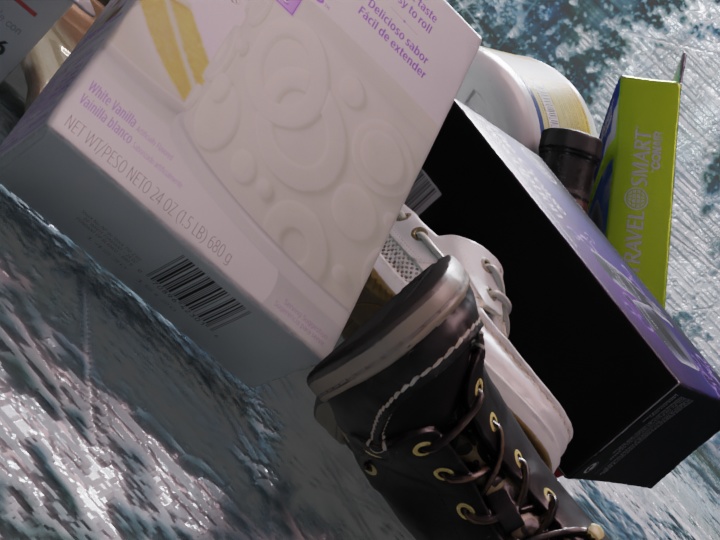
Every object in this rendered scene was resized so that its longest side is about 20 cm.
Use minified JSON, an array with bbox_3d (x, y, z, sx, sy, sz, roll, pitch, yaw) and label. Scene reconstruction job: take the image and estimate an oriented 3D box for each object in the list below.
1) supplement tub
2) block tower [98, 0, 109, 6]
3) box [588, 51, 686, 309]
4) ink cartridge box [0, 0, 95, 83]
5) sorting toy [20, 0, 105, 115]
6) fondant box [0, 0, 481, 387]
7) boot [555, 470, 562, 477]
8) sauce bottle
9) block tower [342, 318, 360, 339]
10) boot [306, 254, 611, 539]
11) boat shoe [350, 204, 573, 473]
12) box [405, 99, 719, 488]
[{"bbox_3d":[0.090,-0.090,0.956,0.145,0.145,0.200,48,22,16],"label":"supplement tub"},{"bbox_3d":[-0.170,-0.170,0.794,0.200,0.054,0.058,40,11,-28],"label":"block tower"},{"bbox_3d":[0.181,-0.035,0.880,0.047,0.201,0.122,8,-21,4],"label":"box"},{"bbox_3d":[-0.195,-0.160,0.588,0.116,0.068,0.200,39,11,-35],"label":"ink cartridge box"},{"bbox_3d":[-0.115,-0.070,0.683,0.185,0.036,0.200,39,16,-35],"label":"sorting toy"},{"bbox_3d":[-0.043,-0.074,0.558,0.144,0.058,0.201,41,52,-21],"label":"fondant box"},{"bbox_3d":[0.100,0.067,0.889,0.200,0.072,0.145,27,40,-54],"label":"boot"},{"bbox_3d":[0.113,0.010,0.823,0.066,0.201,0.066,13,-4,1],"label":"sauce bottle"},{"bbox_3d":[0.000,0.000,0.761,0.058,0.054,0.200,31,17,-53],"label":"block tower"},{"bbox_3d":[0.049,0.083,0.503,0.151,0.073,0.200,50,-16,9],"label":"boot"},{"bbox_3d":[0.042,0.014,0.623,0.200,0.069,0.071,47,-22,32],"label":"boat shoe"},{"bbox_3d":[0.105,0.015,0.710,0.200,0.079,0.141,55,15,26],"label":"box"}]
